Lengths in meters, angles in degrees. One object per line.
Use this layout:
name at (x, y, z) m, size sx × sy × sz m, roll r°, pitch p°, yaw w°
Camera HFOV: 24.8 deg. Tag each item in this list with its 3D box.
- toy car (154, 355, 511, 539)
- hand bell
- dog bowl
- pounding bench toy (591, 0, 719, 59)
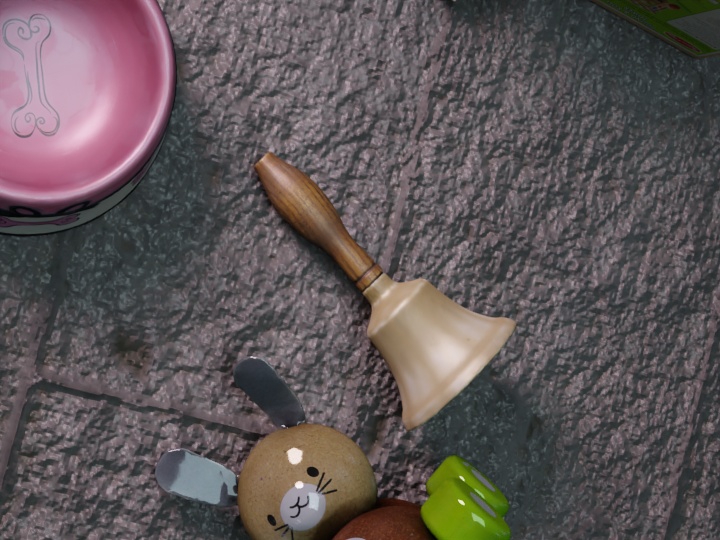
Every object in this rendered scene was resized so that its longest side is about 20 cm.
toy car at (-0.029, 0.154, 1.053) m, size 0.200 × 0.158 × 0.165 m, roll 41°, pitch 95°, yaw 1°
hand bell at (0.000, 0.000, 1.099) m, size 0.200 × 0.104 × 0.104 m, roll 46°, pitch 75°, yaw -3°
dog bowl at (-0.203, -0.123, 1.014) m, size 0.198 × 0.074 × 0.203 m, roll 0°, pitch 91°, yaw -22°
pounding bench toy at (0.281, -0.239, 1.171) m, size 0.198 × 0.124 × 0.158 m, roll 25°, pitch 82°, yaw -19°
